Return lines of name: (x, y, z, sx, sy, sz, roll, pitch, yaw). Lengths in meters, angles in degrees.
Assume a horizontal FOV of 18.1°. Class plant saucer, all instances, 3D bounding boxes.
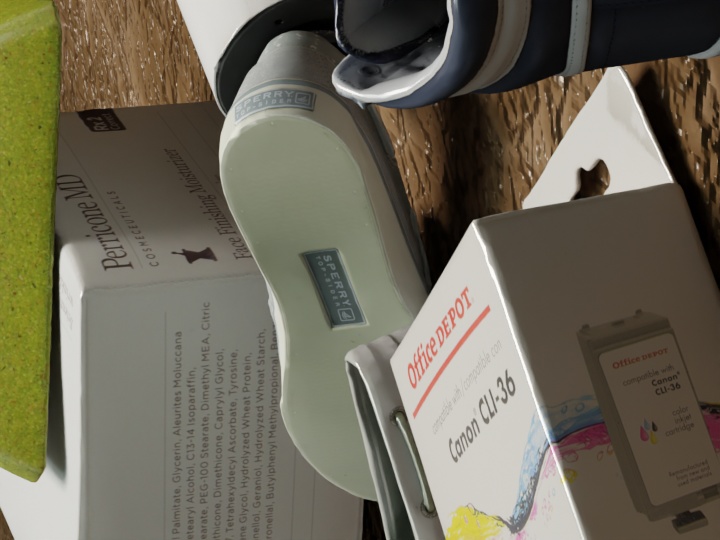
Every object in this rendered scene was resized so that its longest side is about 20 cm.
plant saucer: (-0.192, -0.026, 0.991, 0.200, 0.048, 0.201, 21, 111, 58)

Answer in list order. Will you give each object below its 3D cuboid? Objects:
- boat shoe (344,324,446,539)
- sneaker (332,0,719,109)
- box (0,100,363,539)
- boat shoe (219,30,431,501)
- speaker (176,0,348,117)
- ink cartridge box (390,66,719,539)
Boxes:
boat shoe: (0.031, 0.114, 0.809, 0.074, 0.066, 0.201, -168, 68, -72)
sneaker: (0.028, -0.090, 0.620, 0.200, 0.108, 0.071, -147, 49, -67)
box: (-0.089, 0.051, 1.027, 0.199, 0.130, 0.201, -130, 39, -57)
boat shoe: (-0.001, 0.000, 0.841, 0.072, 0.070, 0.201, -78, -21, -47)
speaker: (-0.047, -0.149, 0.879, 0.081, 0.081, 0.201, 101, 152, -51)
ink cartridge box: (0.065, 0.055, 0.658, 0.117, 0.067, 0.201, 118, 138, -64)
